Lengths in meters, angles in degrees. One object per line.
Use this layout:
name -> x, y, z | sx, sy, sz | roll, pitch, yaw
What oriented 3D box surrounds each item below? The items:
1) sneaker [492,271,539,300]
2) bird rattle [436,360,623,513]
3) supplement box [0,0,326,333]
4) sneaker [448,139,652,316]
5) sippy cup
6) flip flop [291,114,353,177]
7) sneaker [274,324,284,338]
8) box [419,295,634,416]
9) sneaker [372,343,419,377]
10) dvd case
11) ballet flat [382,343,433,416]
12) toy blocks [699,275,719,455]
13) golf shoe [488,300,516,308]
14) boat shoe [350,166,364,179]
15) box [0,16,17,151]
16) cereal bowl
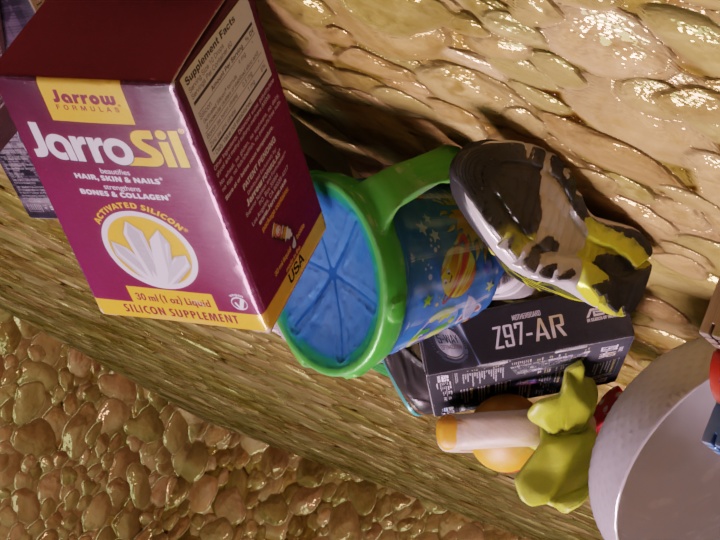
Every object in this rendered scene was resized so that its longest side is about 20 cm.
sneaker -> 0.048, -0.009, 1.287 | 0.199, 0.075, 0.082 | 19, 171, 34
bird rattle -> 0.143, 0.123, 1.363 | 0.161, 0.114, 0.200 | -1, -178, 13
supplement box -> -0.116, -0.070, 1.038 | 0.130, 0.104, 0.201 | 5, 136, 26
sneaker -> 0.107, -0.023, 1.093 | 0.084, 0.075, 0.200 | 9, 162, 43
sippy cup -> 0.023, -0.006, 1.160 | 0.130, 0.141, 0.177 | -11, -178, -37
flip flop -> -0.078, -0.099, 1.154 | 0.199, 0.082, 0.057 | 29, 149, -27
sneaker -> -0.077, 0.022, 1.473 | 0.200, 0.082, 0.074 | 47, -152, 25
box -> 0.128, 0.066, 1.342 | 0.159, 0.044, 0.200 | -12, 166, 2
sneaker -> 0.062, 0.054, 1.589 | 0.199, 0.079, 0.085 | 1, 150, 41
dvd case -> -0.236, -0.124, 1.203 | 0.148, 0.016, 0.201 | 3, 127, 47
ballet flat -> 0.026, 0.035, 1.515 | 0.201, 0.068, 0.068 | 53, -155, 2
toy blocks -> 0.260, 0.065, 1.031 | 0.099, 0.138, 0.200 | 14, 165, 42
golf shoe -> 0.047, 0.009, 1.433 | 0.199, 0.078, 0.088 | 29, 144, -19
boat shoe -> -0.074, -0.057, 1.278 | 0.199, 0.063, 0.074 | 17, 125, 34
box -> -0.298, -0.156, 1.136 | 0.099, 0.075, 0.201 | 21, 145, 13
cereal bowl -> 0.248, 0.129, 1.251 | 0.200, 0.201, 0.083 | 33, -173, -40
